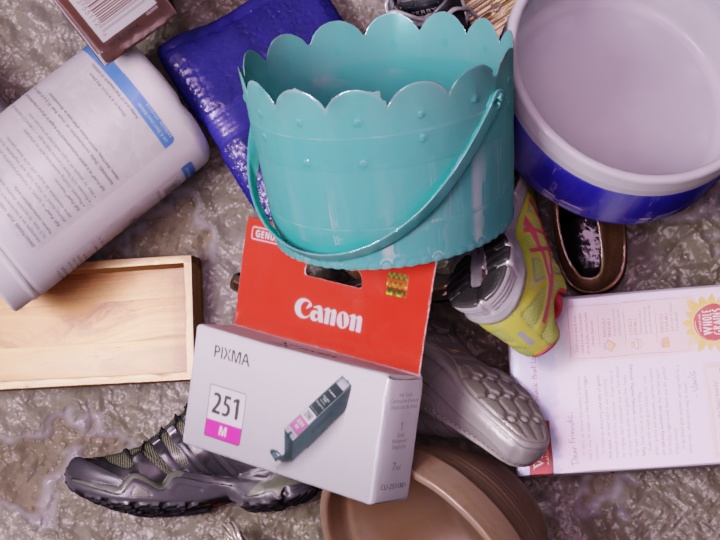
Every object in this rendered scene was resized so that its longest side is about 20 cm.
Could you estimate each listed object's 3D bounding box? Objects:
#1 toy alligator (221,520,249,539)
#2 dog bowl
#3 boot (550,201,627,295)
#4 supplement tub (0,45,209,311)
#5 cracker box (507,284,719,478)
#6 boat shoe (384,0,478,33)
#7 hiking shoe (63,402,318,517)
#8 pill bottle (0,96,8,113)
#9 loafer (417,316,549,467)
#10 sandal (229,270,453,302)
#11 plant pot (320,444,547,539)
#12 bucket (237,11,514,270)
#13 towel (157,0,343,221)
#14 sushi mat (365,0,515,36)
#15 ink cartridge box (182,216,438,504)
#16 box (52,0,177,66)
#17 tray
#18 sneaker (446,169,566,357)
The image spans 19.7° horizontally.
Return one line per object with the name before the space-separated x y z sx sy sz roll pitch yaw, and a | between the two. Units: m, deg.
toy alligator | -0.031 0.263 1.595 0.054 0.059 0.200 -31 79 -22
dog bowl | 0.196 -0.139 1.538 0.199 0.079 0.201 4 67 -10
boot | 0.168 -0.084 1.582 0.073 0.075 0.201 -10 82 12
supplement tub | -0.229 -0.078 1.612 0.200 0.132 0.132 -38 79 -7
cracker box | 0.213 0.084 1.565 0.199 0.058 0.134 -4 82 10
boat shoe | 0.054 -0.195 1.603 0.073 0.068 0.200 -9 84 10
hiking shoe | -0.132 0.139 1.626 0.199 0.076 0.101 -1 75 2
pill bottle | -0.378 -0.157 1.674 0.111 0.111 0.200 -43 78 4
loafer | 0.069 0.097 1.555 0.200 0.070 0.070 41 116 49
sandal | 0.000 0.000 1.600 0.199 0.082 0.055 -2 90 9
plant pot | 0.073 0.202 1.542 0.201 0.201 0.093 47 53 11
bucket | 0.016 -0.093 1.478 0.206 0.207 0.135 -4 111 10
towel | -0.050 -0.122 1.622 0.147 0.050 0.200 -29 77 -17
sushi mat | 0.109 -0.209 1.636 0.200 0.012 0.096 -34 81 6
ink cartridge box | -0.039 0.061 1.501 0.200 0.043 0.174 13 99 42
box | -0.207 -0.246 1.597 0.075 0.200 0.100 -35 117 7
tray | -0.226 0.044 1.664 0.199 0.037 0.099 -3 84 10
sneaker | 0.113 -0.001 1.545 0.078 0.200 0.090 -37 111 25
